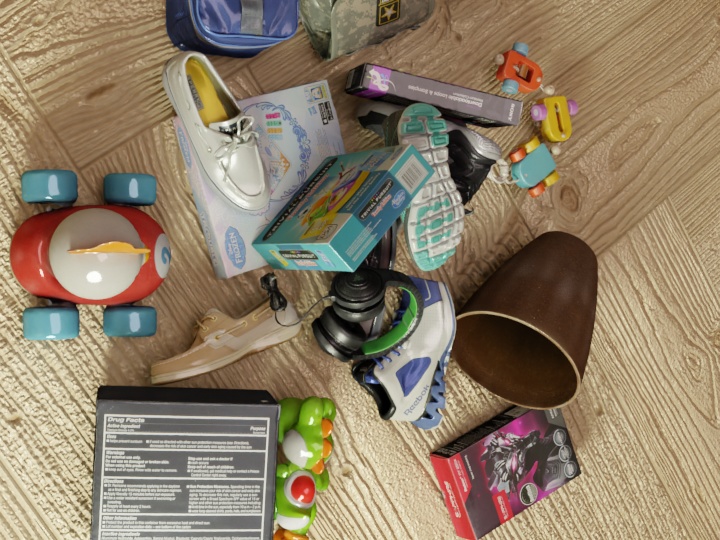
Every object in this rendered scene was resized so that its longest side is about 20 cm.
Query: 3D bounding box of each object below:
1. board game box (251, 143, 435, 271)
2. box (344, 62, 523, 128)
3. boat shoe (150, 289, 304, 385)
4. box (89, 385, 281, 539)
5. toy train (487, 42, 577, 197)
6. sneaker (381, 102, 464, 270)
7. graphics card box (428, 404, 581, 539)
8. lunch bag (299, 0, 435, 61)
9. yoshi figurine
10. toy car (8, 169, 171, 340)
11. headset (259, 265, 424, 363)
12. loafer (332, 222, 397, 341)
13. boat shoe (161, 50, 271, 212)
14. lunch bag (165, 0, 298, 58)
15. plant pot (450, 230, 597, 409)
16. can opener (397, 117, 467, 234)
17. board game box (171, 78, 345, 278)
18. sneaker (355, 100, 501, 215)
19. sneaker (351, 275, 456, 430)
[{"bbox_3d":[-0.025,-0.069,1.295,0.047,0.200,0.151,47,69,-22],"label":"board game box"},{"bbox_3d":[0.088,-0.215,1.407,0.199,0.143,0.036,14,94,-10],"label":"box"},{"bbox_3d":[-0.164,0.077,1.345,0.199,0.074,0.069,-22,92,-32],"label":"boat shoe"},{"bbox_3d":[-0.196,0.233,1.261,0.199,0.123,0.199,3,93,-12],"label":"box"},{"bbox_3d":[0.220,-0.201,1.565,0.150,0.056,0.201,18,78,-26],"label":"toy train"},{"bbox_3d":[0.068,-0.101,1.355,0.077,0.091,0.201,-12,105,-24],"label":"sneaker"},{"bbox_3d":[0.200,0.265,1.550,0.199,0.051,0.126,-25,101,-28],"label":"graphics card box"},{"bbox_3d":[-0.002,-0.375,1.409,0.164,0.117,0.201,-28,108,-24],"label":"lunch bag"},{"bbox_3d":[-0.088,0.240,1.384,0.112,0.112,0.201,20,95,13],"label":"yoshi figurine"},{"bbox_3d":[-0.269,-0.017,1.210,0.176,0.200,0.185,0,90,-29],"label":"toy car"},{"bbox_3d":[-0.021,0.042,1.364,0.199,0.094,0.124,6,124,-33],"label":"headset"},{"bbox_3d":[0.000,0.000,1.403,0.063,0.072,0.201,-5,116,-27],"label":"loafer"},{"bbox_3d":[-0.151,-0.159,1.291,0.074,0.086,0.203,-30,103,-24],"label":"boat shoe"},{"bbox_3d":[-0.144,-0.354,1.319,0.135,0.132,0.201,-3,92,-29],"label":"lunch bag"},{"bbox_3d":[0.239,0.048,1.514,0.187,0.187,0.200,47,55,-20],"label":"plant pot"},{"bbox_3d":[0.065,-0.127,1.477,0.067,0.053,0.200,37,72,-24],"label":"can opener"},{"bbox_3d":[-0.108,-0.113,1.387,0.198,0.043,0.201,-18,99,-28],"label":"board game box"},{"bbox_3d":[0.069,-0.138,1.422,0.075,0.199,0.114,14,97,-67],"label":"sneaker"},{"bbox_3d":[0.052,0.106,1.453,0.115,0.080,0.200,3,90,-31],"label":"sneaker"}]
